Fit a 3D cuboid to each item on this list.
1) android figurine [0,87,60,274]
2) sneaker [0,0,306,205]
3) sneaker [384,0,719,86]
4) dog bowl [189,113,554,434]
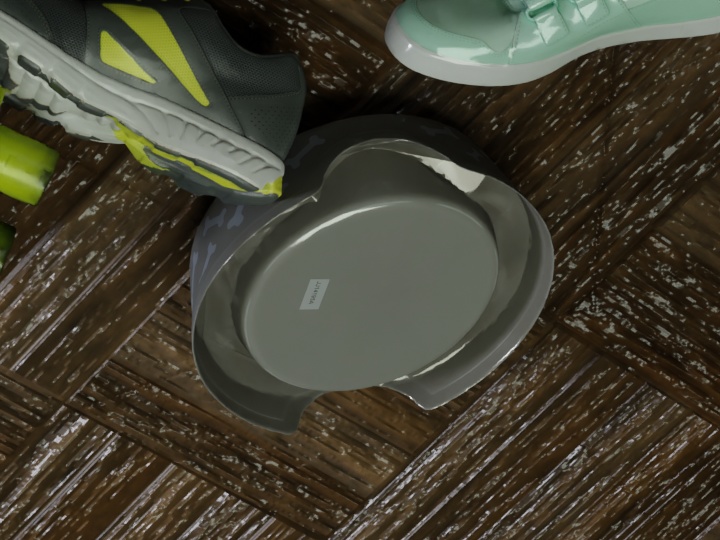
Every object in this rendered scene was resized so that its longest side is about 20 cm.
[{"bbox_3d":[-0.253,-0.067,1.379,0.199,0.041,0.182,24,133,-10],"label":"android figurine"},{"bbox_3d":[-0.117,-0.107,1.399,0.200,0.085,0.074,29,161,-14],"label":"sneaker"},{"bbox_3d":[0.106,-0.165,1.397,0.200,0.074,0.119,-14,137,-16],"label":"sneaker"},{"bbox_3d":[0.000,0.000,1.495,0.199,0.059,0.201,-13,137,-12],"label":"dog bowl"}]
